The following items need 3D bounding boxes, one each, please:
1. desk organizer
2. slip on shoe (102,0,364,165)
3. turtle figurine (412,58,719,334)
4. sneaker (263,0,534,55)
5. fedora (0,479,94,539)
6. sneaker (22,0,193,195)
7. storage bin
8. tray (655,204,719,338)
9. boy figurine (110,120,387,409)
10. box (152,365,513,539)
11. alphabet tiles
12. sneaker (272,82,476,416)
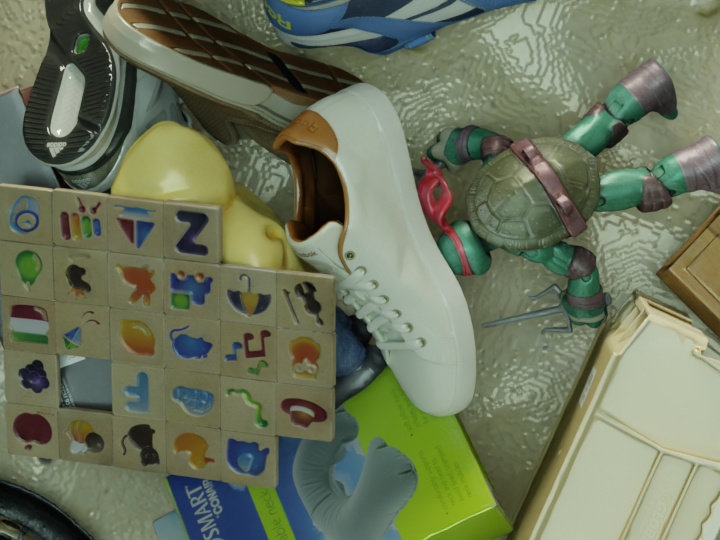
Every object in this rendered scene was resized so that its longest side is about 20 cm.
[{"bbox_3d":[-0.188,-0.007,1.619,0.072,0.077,0.200,-22,96,8],"label":"desk organizer"},{"bbox_3d":[-0.073,-0.102,1.575,0.061,0.200,0.076,-52,49,22],"label":"slip on shoe"},{"bbox_3d":[0.110,-0.037,1.594,0.200,0.101,0.150,-29,83,-5],"label":"turtle figurine"},{"bbox_3d":[0.035,-0.174,1.607,0.200,0.082,0.074,-6,61,-11],"label":"sneaker"},{"bbox_3d":[-0.235,0.220,1.619,0.201,0.092,0.201,-1,99,-5],"label":"fedora"},{"bbox_3d":[-0.134,-0.124,1.618,0.076,0.115,0.201,2,63,27],"label":"sneaker"},{"bbox_3d":[0.153,0.122,1.560,0.094,0.200,0.199,24,95,2],"label":"storage bin"},{"bbox_3d":[0.283,0.036,1.620,0.200,0.037,0.099,44,81,-3],"label":"tray"},{"bbox_3d":[-0.064,-0.003,1.575,0.064,0.124,0.200,-40,121,8],"label":"boy figurine"},{"bbox_3d":[-0.024,0.144,1.615,0.200,0.048,0.122,-27,57,4],"label":"box"},{"bbox_3d":[-0.110,0.039,1.546,0.200,0.008,0.167,6,111,15],"label":"alphabet tiles"},{"bbox_3d":[0.000,0.000,1.558,0.085,0.073,0.200,-27,101,-35],"label":"sneaker"}]
